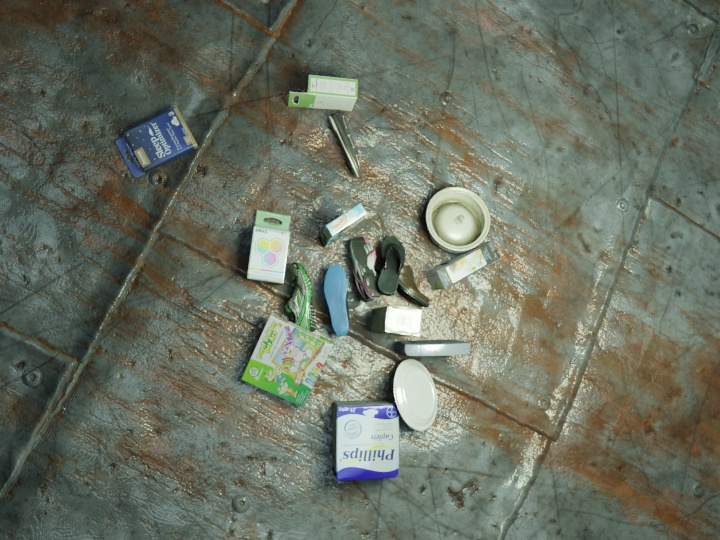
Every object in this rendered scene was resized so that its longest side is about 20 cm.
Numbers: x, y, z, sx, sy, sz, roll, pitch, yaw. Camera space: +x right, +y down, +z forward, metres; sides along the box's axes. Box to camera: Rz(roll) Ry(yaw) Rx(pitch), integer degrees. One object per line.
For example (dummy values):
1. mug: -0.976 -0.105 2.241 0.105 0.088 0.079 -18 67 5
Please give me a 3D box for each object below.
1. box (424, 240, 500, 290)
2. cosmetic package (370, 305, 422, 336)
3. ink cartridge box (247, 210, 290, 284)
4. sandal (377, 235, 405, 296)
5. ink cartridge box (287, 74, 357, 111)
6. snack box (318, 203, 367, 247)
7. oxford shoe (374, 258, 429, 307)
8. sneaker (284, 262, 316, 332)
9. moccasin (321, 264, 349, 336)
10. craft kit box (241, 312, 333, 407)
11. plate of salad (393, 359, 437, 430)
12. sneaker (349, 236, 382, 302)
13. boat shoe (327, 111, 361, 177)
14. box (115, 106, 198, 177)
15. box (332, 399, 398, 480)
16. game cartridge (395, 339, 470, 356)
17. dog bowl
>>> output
1. box: 0.303 -0.014 1.709 0.198 0.117 0.061 -27 93 -13
2. cosmetic package: 0.097 0.143 1.611 0.103 0.200 0.073 8 83 -11
3. ink cartridge box: -0.257 -0.068 1.622 0.102 0.059 0.204 8 84 -10
4. sandal: 0.094 -0.021 1.643 0.074 0.048 0.203 13 55 -7
5. ink cartridge box: -0.112 -0.520 1.674 0.196 0.104 0.061 1 85 -10
6. snack box: -0.053 -0.124 1.604 0.115 0.200 0.037 -34 90 -11
7. oxford shoe: 0.138 0.029 1.695 0.200 0.073 0.085 42 75 -6
8. sneaker: -0.177 0.078 1.625 0.083 0.078 0.204 -7 87 -11
9. moccasin: -0.073 0.087 1.652 0.079 0.068 0.204 -1 84 -3
10. craft kit box: -0.204 0.250 1.599 0.195 0.049 0.203 25 96 -5
11. plate of salad: 0.154 0.358 1.649 0.198 0.048 0.204 24 56 -41
12. sneaker: 0.000 0.000 1.669 0.079 0.086 0.203 3 62 -31
13. boat shoe: -0.033 -0.378 1.698 0.056 0.067 0.203 -25 87 -7
14. box: -0.574 -0.359 1.608 0.198 0.032 0.123 -30 92 -11
15. box: 0.014 0.475 1.616 0.180 0.105 0.204 0 86 -10
16. game cartridge: 0.210 0.224 1.661 0.196 0.133 0.042 0 84 -10
17. dog bowl: 0.286 -0.143 1.720 0.196 0.074 0.204 1 73 -3
